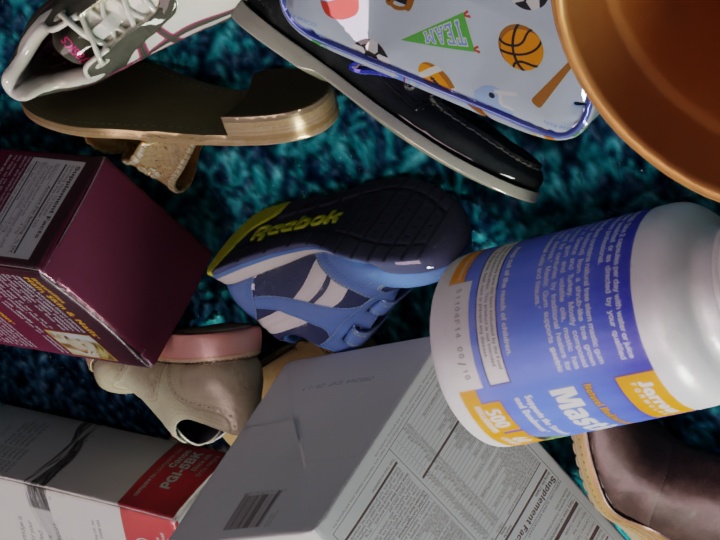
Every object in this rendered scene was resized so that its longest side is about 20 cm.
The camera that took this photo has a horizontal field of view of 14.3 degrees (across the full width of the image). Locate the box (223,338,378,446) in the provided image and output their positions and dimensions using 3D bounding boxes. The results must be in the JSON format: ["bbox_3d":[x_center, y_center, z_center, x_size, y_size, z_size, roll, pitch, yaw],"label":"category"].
[{"bbox_3d":[0.006,0.129,1.821,0.200,0.021,0.163,48,139,-9],"label":"box"}]

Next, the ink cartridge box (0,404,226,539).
[{"bbox_3d":[-0.175,0.185,1.957,0.199,0.083,0.147,11,127,29],"label":"ink cartridge box"}]

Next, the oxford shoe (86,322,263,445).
[{"bbox_3d":[-0.120,0.074,1.793,0.200,0.071,0.074,173,89,-65],"label":"oxford shoe"}]

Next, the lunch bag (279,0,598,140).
[{"bbox_3d":[0.054,-0.160,1.467,0.200,0.076,0.161,25,125,18],"label":"lunch bag"}]

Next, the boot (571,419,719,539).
[{"bbox_3d":[0.224,0.123,1.633,0.166,0.072,0.200,-15,115,31],"label":"boot"}]

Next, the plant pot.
[{"bbox_3d":[0.206,-0.144,1.333,0.200,0.140,0.200,20,135,22],"label":"plant pot"}]

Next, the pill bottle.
[{"bbox_3d":[0.147,0.026,1.544,0.200,0.112,0.112,-13,117,34],"label":"pill bottle"}]

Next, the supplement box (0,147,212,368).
[{"bbox_3d":[-0.205,-0.012,1.763,0.200,0.086,0.110,7,152,45],"label":"supplement box"}]

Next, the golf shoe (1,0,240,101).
[{"bbox_3d":[-0.127,-0.148,1.627,0.077,0.088,0.200,50,138,-9],"label":"golf shoe"}]

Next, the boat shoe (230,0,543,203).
[{"bbox_3d":[0.026,-0.111,1.561,0.199,0.074,0.066,35,98,17],"label":"boat shoe"}]

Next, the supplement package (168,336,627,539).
[{"bbox_3d":[0.027,0.166,1.671,0.200,0.151,0.152,48,148,-22],"label":"supplement package"}]

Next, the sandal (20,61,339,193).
[{"bbox_3d":[-0.105,-0.075,1.683,0.211,0.078,0.070,3,125,29],"label":"sandal"}]

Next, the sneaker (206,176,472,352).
[{"bbox_3d":[0.000,0.000,1.677,0.200,0.074,0.082,-6,124,49],"label":"sneaker"}]
